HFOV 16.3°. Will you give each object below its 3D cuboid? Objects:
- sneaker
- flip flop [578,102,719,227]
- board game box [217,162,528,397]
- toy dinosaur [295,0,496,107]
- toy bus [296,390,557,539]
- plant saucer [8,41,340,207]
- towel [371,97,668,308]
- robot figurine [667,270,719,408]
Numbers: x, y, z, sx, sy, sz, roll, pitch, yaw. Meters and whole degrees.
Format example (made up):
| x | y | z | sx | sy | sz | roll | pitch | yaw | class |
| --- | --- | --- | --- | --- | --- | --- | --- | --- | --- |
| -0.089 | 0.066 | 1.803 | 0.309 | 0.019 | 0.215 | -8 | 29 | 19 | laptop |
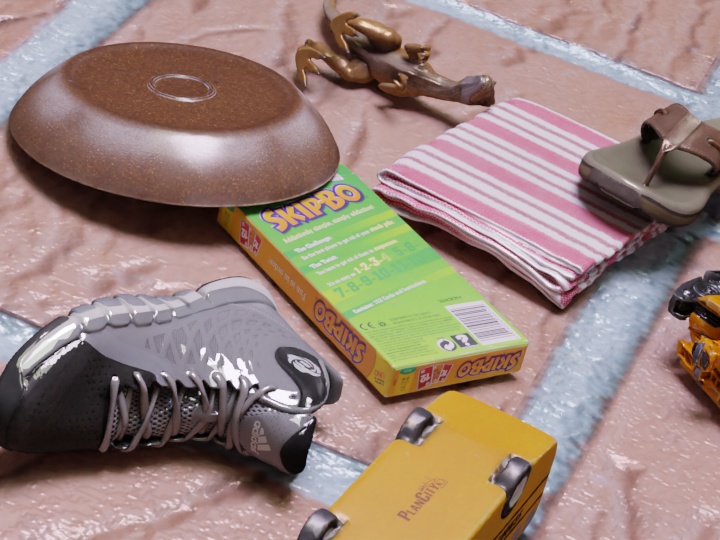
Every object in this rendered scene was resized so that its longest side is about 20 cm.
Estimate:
| x | y | z | sx | sy | sz | roll | pitch | yaw | class |
| --- | --- | --- | --- | --- | --- | --- | --- | --- | --- |
| -0.082 | 0.065 | 1.250 | 0.115 | 0.075 | 0.200 | 37 | 36 | 27 | sneaker |
| 0.207 | -0.077 | 1.578 | 0.081 | 0.058 | 0.200 | 34 | 32 | 29 | flip flop |
| 0.000 | 0.000 | 1.435 | 0.095 | 0.030 | 0.200 | -9 | 41 | -35 | board game box |
| 0.004 | -0.146 | 1.663 | 0.106 | 0.061 | 0.200 | 8 | 23 | -47 | toy dinosaur |
| 0.026 | 0.127 | 1.193 | 0.065 | 0.078 | 0.200 | 26 | 32 | 15 | toy bus |
| -0.108 | -0.095 | 1.503 | 0.200 | 0.037 | 0.201 | 8 | 26 | -4 | plant saucer |
| 0.113 | -0.048 | 1.567 | 0.146 | 0.030 | 0.200 | 29 | 31 | 20 | towel |
| 0.271 | 0.051 | 1.446 | 0.199 | 0.058 | 0.145 | -2 | 35 | -28 | robot figurine |
